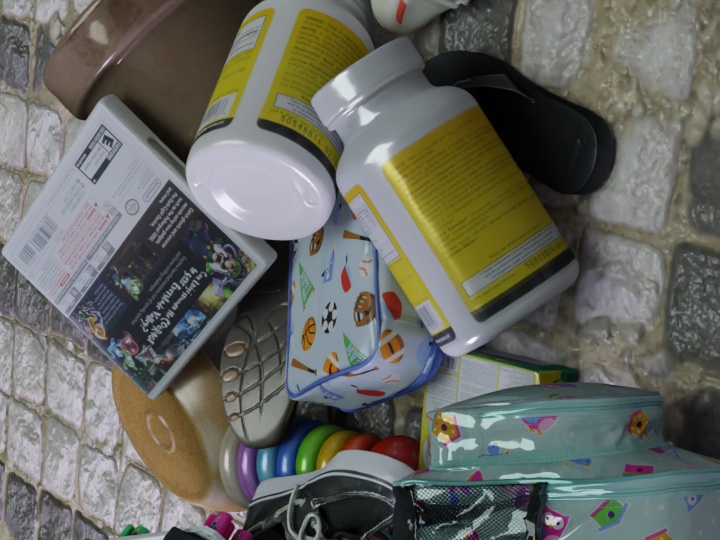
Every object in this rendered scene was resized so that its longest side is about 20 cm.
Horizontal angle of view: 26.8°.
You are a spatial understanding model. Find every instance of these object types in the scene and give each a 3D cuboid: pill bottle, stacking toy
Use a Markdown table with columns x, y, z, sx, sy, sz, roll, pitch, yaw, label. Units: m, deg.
| x | y | z | sx | sy | sz | roll | pitch | yaw | label |
| --- | --- | --- | --- | --- | --- | --- | --- | --- | --- |
| -0.049 | -0.132 | 1.117 | 0.111 | 0.111 | 0.201 | -28 | 36 | 47 | pill bottle |
| 0.053 | -0.052 | 1.024 | 0.112 | 0.112 | 0.201 | -33 | 88 | 46 | pill bottle |
| -0.020 | 0.157 | 1.206 | 0.199 | 0.085 | 0.086 | -1 | 91 | 44 | stacking toy |

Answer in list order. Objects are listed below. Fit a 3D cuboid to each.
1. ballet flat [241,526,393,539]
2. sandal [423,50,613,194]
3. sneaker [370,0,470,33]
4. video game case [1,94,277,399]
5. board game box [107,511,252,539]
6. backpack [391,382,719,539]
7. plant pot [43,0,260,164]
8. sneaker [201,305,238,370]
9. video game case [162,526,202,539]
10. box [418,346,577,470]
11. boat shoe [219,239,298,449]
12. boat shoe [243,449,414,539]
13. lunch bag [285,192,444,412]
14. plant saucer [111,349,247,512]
| x | y | z | sx | sy | sz | roll | pitch | yaw | label |
| --- | --- | --- | --- | --- | --- | --- | --- | --- | --- |
| -0.047 | 0.244 | 1.232 | 0.199 | 0.069 | 0.071 | -10 | 40 | 52 | ballet flat |
| 0.095 | -0.110 | 1.071 | 0.199 | 0.043 | 0.077 | 25 | 110 | 48 | sandal |
| 0.076 | -0.219 | 1.067 | 0.200 | 0.070 | 0.094 | -45 | 53 | 39 | sneaker |
| -0.183 | -0.014 | 1.218 | 0.182 | 0.023 | 0.200 | 44 | 128 | 1 | video game case |
| -0.091 | 0.269 | 1.215 | 0.200 | 0.026 | 0.199 | 46 | 150 | -15 | board game box |
| 0.134 | 0.146 | 0.923 | 0.198 | 0.175 | 0.155 | 4 | 87 | 24 | backpack |
| -0.129 | -0.155 | 1.235 | 0.175 | 0.200 | 0.200 | 48 | 132 | 2 | plant pot |
| -0.141 | 0.053 | 1.344 | 0.201 | 0.070 | 0.073 | -56 | 51 | 35 | sneaker |
| -0.054 | 0.289 | 1.152 | 0.179 | 0.026 | 0.201 | 20 | 146 | 27 | video game case |
| 0.093 | 0.161 | 1.082 | 0.117 | 0.048 | 0.202 | 12 | 98 | 50 | box |
| -0.064 | 0.049 | 1.233 | 0.074 | 0.073 | 0.202 | -3 | 70 | 24 | boat shoe |
| -0.028 | 0.185 | 1.122 | 0.198 | 0.074 | 0.068 | -17 | 37 | 47 | boat shoe |
| 0.000 | 0.000 | 1.140 | 0.160 | 0.075 | 0.202 | -30 | 52 | 55 | lunch bag |
| -0.166 | 0.136 | 1.345 | 0.200 | 0.035 | 0.202 | 34 | 140 | 34 | plant saucer |
